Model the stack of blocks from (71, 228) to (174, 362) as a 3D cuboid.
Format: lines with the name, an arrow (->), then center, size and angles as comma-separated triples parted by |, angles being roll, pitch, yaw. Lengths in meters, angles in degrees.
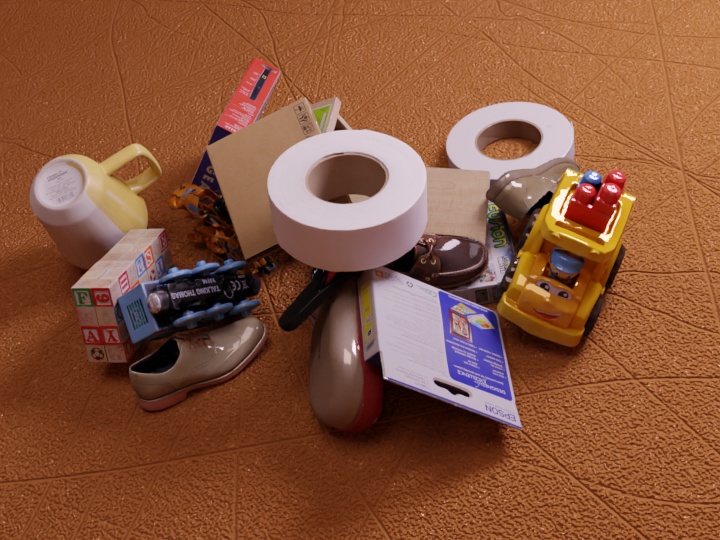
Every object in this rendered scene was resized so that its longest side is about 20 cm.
stack of blocks -> -0.330, 0.032, 1.465 | 0.058, 0.116, 0.200 | -1, 26, 14

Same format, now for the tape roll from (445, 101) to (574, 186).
tape roll -> 0.235, -0.193, 1.614 | 0.202, 0.037, 0.203 | -7, 43, 7

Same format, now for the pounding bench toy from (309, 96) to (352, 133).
pounding bench toy -> -0.061, -0.119, 1.522 | 0.124, 0.156, 0.201 | -12, 50, 34

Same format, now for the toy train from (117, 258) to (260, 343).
toy train -> -0.227, 0.040, 1.404 | 0.114, 0.087, 0.200 | -25, -8, 36

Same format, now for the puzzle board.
puzzle board -> 0.078, -0.077, 1.448 | 0.199, 0.017, 0.151 | 4, 67, 8

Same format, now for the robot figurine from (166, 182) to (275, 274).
robot figurine -> -0.203, -0.057, 1.518 | 0.058, 0.145, 0.200 | -40, 39, -18

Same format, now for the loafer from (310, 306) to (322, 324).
loafer -> 0.000, 0.000, 1.452 | 0.072, 0.063, 0.200 | 23, 54, 33

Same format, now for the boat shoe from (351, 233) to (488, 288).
boat shoe -> 0.073, -0.015, 1.376 | 0.199, 0.070, 0.071 | -6, 70, 3

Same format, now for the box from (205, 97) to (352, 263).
box -> -0.114, -0.126, 1.419 | 0.163, 0.021, 0.200 | -26, 63, 6

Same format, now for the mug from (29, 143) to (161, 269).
mug -> -0.406, -0.113, 1.528 | 0.149, 0.153, 0.187 | 18, 74, 16

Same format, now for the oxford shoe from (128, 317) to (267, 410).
oxford shoe -> -0.216, 0.113, 1.381 | 0.200, 0.074, 0.071 | -32, 45, -18

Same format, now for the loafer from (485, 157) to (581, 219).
loafer -> 0.257, -0.110, 1.471 | 0.200, 0.076, 0.068 | -17, 68, -42

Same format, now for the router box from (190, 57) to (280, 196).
router box -> -0.206, -0.210, 1.635 | 0.049, 0.200, 0.180 | 27, 47, -7

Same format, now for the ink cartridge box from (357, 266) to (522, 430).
ink cartridge box -> 0.093, 0.099, 1.257 | 0.197, 0.047, 0.200 | 23, 39, -22

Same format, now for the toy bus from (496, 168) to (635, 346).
toy bus -> 0.273, -0.034, 1.303 | 0.135, 0.192, 0.200 | 25, 54, 8

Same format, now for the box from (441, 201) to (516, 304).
box -> 0.161, -0.034, 1.466 | 0.110, 0.035, 0.200 | -9, 43, 5

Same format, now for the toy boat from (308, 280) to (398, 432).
toy boat -> 0.009, 0.115, 1.307 | 0.130, 0.131, 0.200 | 14, 42, -13

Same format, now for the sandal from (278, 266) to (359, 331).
sandal -> -0.036, -0.005, 1.303 | 0.200, 0.045, 0.075 | -44, 15, -13

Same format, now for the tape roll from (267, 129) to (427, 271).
tape roll -> -0.015, -0.091, 1.292 | 0.202, 0.071, 0.203 | -3, 43, 3
